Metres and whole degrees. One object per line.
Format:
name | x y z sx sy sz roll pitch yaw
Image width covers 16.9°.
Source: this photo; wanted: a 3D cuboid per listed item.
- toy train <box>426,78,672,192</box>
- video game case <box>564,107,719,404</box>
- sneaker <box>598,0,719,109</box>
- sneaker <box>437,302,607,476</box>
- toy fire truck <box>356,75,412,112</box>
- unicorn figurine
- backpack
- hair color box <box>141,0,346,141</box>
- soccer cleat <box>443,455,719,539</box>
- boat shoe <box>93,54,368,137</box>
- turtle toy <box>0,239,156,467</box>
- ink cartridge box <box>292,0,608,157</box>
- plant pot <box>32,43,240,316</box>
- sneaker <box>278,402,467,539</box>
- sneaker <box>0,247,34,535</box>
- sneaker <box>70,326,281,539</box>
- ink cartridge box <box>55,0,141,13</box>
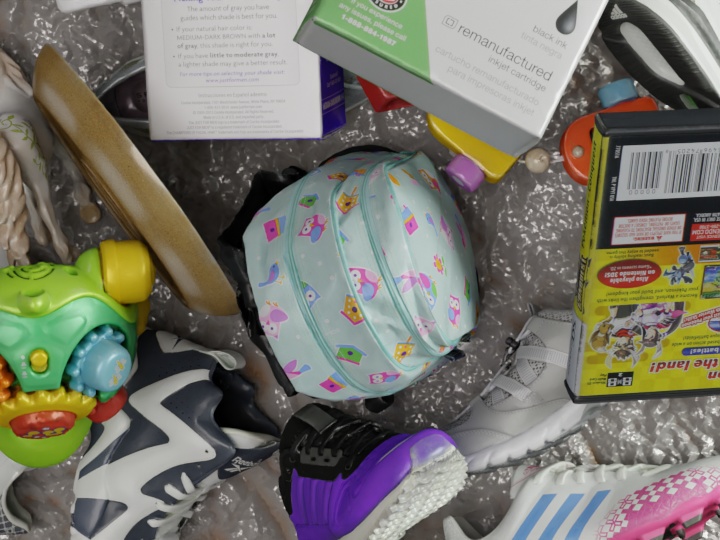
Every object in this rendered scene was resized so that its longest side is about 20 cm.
toy train | 0.103 -0.122 1.465 0.150 0.056 0.200 -23 83 -6
video game case | 0.222 -0.010 1.388 0.200 0.026 0.181 -3 121 -11
sneaker | 0.231 -0.119 1.417 0.076 0.115 0.201 1 136 52
sneaker | 0.114 0.061 1.483 0.200 0.075 0.082 -31 81 6
toy fire truck | 0.073 -0.192 1.421 0.200 0.049 0.141 -25 86 -8
unicorn figurine | -0.217 -0.076 1.521 0.074 0.200 0.138 -26 107 -9
backpack | 0.000 0.000 1.429 0.126 0.200 0.167 -27 90 16
hair color box | -0.071 -0.179 1.425 0.109 0.065 0.200 0 103 14
soccer cleat | 0.141 0.144 1.482 0.200 0.070 0.086 -27 71 10
boat shoe | -0.066 -0.122 1.498 0.202 0.065 0.075 -9 96 14
turtle toy | -0.193 0.054 1.443 0.146 0.200 0.101 -6 73 -9
ink cartridge box | 0.073 -0.187 1.352 0.146 0.084 0.200 27 82 -5
plant pot | -0.140 -0.048 1.462 0.027 0.200 0.200 -37 88 -6
sneaker | -0.007 0.121 1.471 0.070 0.200 0.100 -27 79 -27
sneaker | -0.234 0.075 1.575 0.080 0.076 0.200 14 106 1
sneaker | -0.109 0.136 1.539 0.129 0.079 0.199 1 88 23
ink cartridge box | -0.096 -0.233 1.489 0.200 0.067 0.116 -11 96 15
